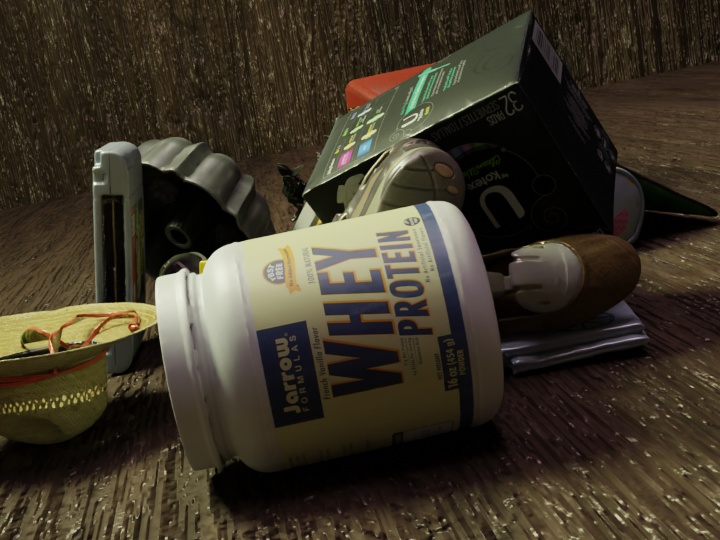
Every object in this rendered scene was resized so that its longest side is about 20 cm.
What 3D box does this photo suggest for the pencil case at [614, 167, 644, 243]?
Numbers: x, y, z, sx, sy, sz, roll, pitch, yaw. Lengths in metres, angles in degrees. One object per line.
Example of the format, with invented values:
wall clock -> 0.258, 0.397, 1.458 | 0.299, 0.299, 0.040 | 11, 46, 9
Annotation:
pencil case -> 0.211, -0.073, 1.187 | 0.083, 0.091, 0.199 | -41, 22, -13

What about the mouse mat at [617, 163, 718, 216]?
mouse mat -> 0.263, -0.099, 1.200 | 0.198, 0.008, 0.161 | 23, -2, -19

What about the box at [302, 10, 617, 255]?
box -> 0.081, -0.076, 0.892 | 0.198, 0.149, 0.125 | -25, 26, 29

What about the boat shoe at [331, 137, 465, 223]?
boat shoe -> 0.007, -0.007, 0.819 | 0.074, 0.201, 0.074 | 28, 18, -21

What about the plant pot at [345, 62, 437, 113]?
plant pot -> 0.114, -0.129, 1.339 | 0.197, 0.203, 0.176 | -15, 23, -18

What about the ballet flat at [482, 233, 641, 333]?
ballet flat -> 0.100, 0.010, 0.820 | 0.197, 0.069, 0.072 | -8, -14, 27

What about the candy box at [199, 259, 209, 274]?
candy box -> -0.040, -0.006, 0.951 | 0.101, 0.027, 0.199 | 7, 11, 25

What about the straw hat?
straw hat -> -0.243, 0.087, 0.874 | 0.197, 0.087, 0.201 | -5, 10, 1

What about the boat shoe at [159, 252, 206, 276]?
boat shoe -> -0.170, 0.024, 1.116 | 0.056, 0.068, 0.199 | -10, 13, -30

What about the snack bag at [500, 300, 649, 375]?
snack bag -> 0.114, 0.047, 0.891 | 0.196, 0.022, 0.189 | -11, 11, 4

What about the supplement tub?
supplement tub -> -0.020, 0.044, 0.715 | 0.196, 0.148, 0.145 | -12, 11, -4

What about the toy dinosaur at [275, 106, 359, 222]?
toy dinosaur -> -0.013, -0.088, 1.274 | 0.134, 0.203, 0.102 | -21, 28, -12

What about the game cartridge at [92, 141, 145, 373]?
game cartridge -> -0.228, -0.018, 1.074 | 0.040, 0.204, 0.133 | -1, 11, -9

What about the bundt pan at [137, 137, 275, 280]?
bundt pan -> -0.176, -0.060, 1.201 | 0.199, 0.203, 0.076 | -2, 42, 37

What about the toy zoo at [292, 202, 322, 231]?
toy zoo -> -0.015, -0.052, 1.209 | 0.130, 0.021, 0.201 | -18, -22, -29
